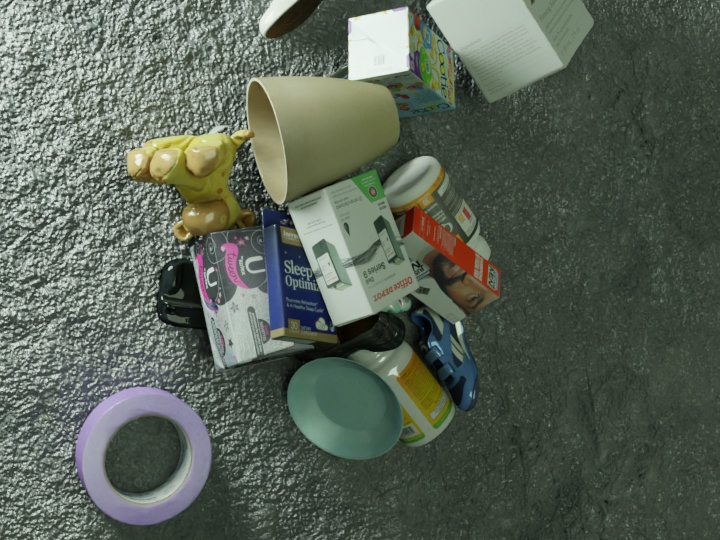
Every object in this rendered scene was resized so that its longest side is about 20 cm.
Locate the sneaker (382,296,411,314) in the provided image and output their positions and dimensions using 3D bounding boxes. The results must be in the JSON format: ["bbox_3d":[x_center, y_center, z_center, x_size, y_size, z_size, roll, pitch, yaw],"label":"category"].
[{"bbox_3d":[0.000,0.000,1.747,0.199,0.077,0.141,6,81,-36],"label":"sneaker"}]

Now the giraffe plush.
[{"bbox_3d":[-0.243,-0.121,1.636,0.200,0.171,0.164,-32,120,-54],"label":"giraffe plush"}]

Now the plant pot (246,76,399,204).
[{"bbox_3d":[-0.049,-0.212,1.612,0.198,0.187,0.189,-14,99,-18],"label":"plant pot"}]

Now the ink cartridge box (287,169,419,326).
[{"bbox_3d":[-0.007,-0.035,1.632,0.146,0.084,0.202,-27,97,-52],"label":"ink cartridge box"}]

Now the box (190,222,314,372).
[{"bbox_3d":[-0.168,0.041,1.641,0.131,0.115,0.202,-10,82,-28],"label":"box"}]

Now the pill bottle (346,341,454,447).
[{"bbox_3d":[0.060,0.187,1.791,0.111,0.111,0.201,-43,108,-16],"label":"pill bottle"}]

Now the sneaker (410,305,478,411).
[{"bbox_3d":[0.142,0.146,1.822,0.082,0.074,0.202,-6,66,-26],"label":"sneaker"}]

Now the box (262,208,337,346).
[{"bbox_3d":[-0.091,0.008,1.604,0.121,0.032,0.202,12,66,-50],"label":"box"}]

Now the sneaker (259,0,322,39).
[{"bbox_3d":[-0.102,-0.458,1.720,0.085,0.073,0.200,42,82,14],"label":"sneaker"}]

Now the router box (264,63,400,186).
[{"bbox_3d":[-0.053,-0.228,1.744,0.199,0.062,0.151,-34,105,-19],"label":"router box"}]

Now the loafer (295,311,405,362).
[{"bbox_3d":[-0.030,0.097,1.713,0.072,0.198,0.073,43,39,-49],"label":"loafer"}]

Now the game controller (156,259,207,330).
[{"bbox_3d":[-0.223,0.044,1.703,0.198,0.042,0.105,9,75,-25],"label":"game controller"}]

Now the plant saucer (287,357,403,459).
[{"bbox_3d":[-0.021,0.216,1.745,0.202,0.200,0.039,56,31,-16],"label":"plant saucer"}]

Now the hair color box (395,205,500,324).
[{"bbox_3d":[0.121,-0.006,1.746,0.199,0.111,0.064,34,42,-26],"label":"hair color box"}]

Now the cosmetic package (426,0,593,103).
[{"bbox_3d":[0.250,-0.424,1.785,0.201,0.166,0.168,53,46,-18],"label":"cosmetic package"}]

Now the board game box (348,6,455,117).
[{"bbox_3d":[0.069,-0.326,1.707,0.200,0.104,0.104,21,66,-63],"label":"board game box"}]

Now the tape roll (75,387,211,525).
[{"bbox_3d":[-0.332,0.283,1.647,0.198,0.066,0.202,-2,95,-24],"label":"tape roll"}]

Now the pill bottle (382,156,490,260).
[{"bbox_3d":[0.129,-0.083,1.801,0.116,0.116,0.200,-46,117,-15],"label":"pill bottle"}]
